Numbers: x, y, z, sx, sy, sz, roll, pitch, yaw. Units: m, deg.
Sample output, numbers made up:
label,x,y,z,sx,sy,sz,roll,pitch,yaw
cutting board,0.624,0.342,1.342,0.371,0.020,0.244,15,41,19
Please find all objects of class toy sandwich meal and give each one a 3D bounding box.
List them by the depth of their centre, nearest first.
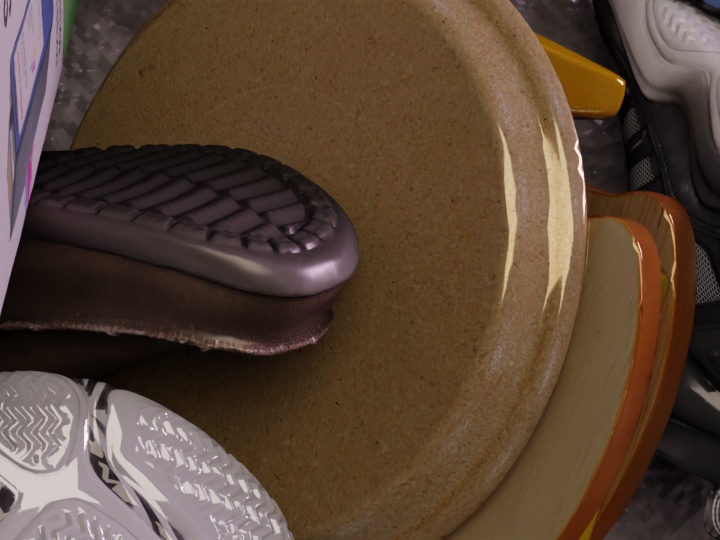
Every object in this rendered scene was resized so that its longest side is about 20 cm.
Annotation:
label,x,y,z,sx,sy,sz,roll,pitch,yaw
toy sandwich meal,0.000,0.000,0.804,0.205,0.070,0.205,-7,78,36

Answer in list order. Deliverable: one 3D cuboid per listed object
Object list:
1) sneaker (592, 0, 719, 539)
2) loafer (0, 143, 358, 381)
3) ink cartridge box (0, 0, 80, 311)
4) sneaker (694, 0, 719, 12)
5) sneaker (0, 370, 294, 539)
label,x,y,z,sx,sy,sz,roll,pitch,yaw
sneaker,0.092,-0.010,0.839,0.075,0.114,0.200,19,27,-31
loafer,-0.084,0.005,0.785,0.073,0.200,0.071,-21,112,-50
ink cartridge box,-0.121,-0.080,0.697,0.087,0.145,0.200,3,34,3
sneaker,0.166,-0.099,0.848,0.200,0.085,0.077,19,24,-25
sneaker,-0.122,0.073,0.764,0.200,0.115,0.075,10,68,-13
